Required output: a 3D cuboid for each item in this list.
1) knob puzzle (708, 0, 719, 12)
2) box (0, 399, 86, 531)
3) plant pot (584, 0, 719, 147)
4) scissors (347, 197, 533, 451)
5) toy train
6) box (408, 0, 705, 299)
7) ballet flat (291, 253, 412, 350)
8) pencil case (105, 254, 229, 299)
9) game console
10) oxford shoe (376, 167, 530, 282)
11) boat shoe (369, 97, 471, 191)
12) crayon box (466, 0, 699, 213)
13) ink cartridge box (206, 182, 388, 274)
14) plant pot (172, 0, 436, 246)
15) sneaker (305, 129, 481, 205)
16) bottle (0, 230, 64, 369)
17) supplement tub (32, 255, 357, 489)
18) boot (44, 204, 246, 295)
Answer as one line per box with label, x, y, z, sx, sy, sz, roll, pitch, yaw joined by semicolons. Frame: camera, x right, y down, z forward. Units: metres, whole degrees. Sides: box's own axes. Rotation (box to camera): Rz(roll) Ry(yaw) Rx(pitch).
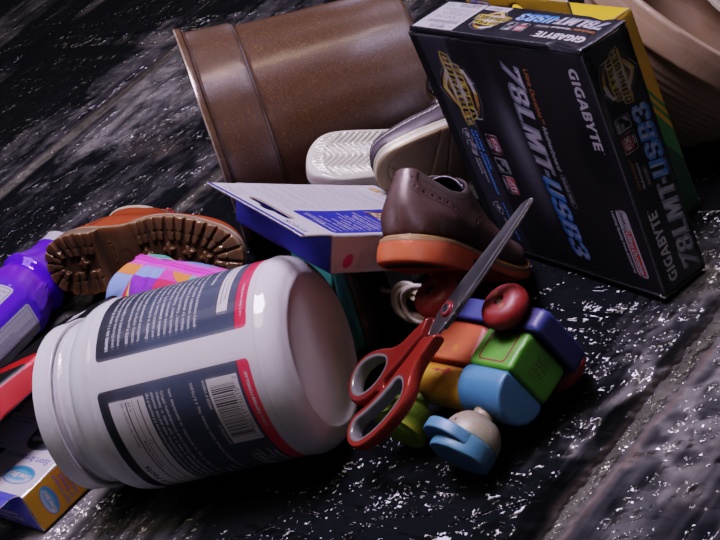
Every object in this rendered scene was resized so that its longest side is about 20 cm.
knob puzzle;0.322;-0.209;1.346;0.219;0.030;0.220;17;25;-8
box;-0.235;0.130;1.332;0.119;0.042;0.200;5;43;46
plant pot;0.245;-0.160;1.320;0.093;0.201;0.201;-60;16;23
scissors;0.053;0.040;1.101;0.200;0.014;0.073;-45;31;29
toy train;0.048;0.070;1.162;0.200;0.085;0.116;8;58;53
box;0.138;-0.090;1.218;0.050;0.200;0.198;-35;29;-20
ballet flat;0.000;0.000;1.332;0.068;0.068;0.200;-17;25;-11
pencil case;-0.120;0.031;1.358;0.200;0.088;0.088;6;41;48
game console;-0.274;0.091;1.365;0.177;0.031;0.200;-39;8;-21
oxford shoe;0.074;-0.030;1.213;0.071;0.073;0.200;-2;-6;23
boat shoe;0.087;-0.119;1.348;0.200;0.072;0.065;-24;53;-21
crayon box;0.163;-0.127;1.261;0.052;0.200;0.126;-37;29;-21
ink cartridge box;-0.017;-0.032;1.232;0.095;0.037;0.200;29;16;32
plant pot;-0.040;-0.146;1.506;0.198;0.200;0.200;-19;26;-4
sneaker;0.057;-0.070;1.407;0.200;0.085;0.075;3;54;6
bottle;-0.325;0.040;1.539;0.083;0.065;0.200;-4;34;39
supplement tub;-0.114;0.076;1.208;0.200;0.140;0.140;-14;29;22
boot;-0.174;-0.028;1.529;0.200;0.075;0.107;1;21;30
